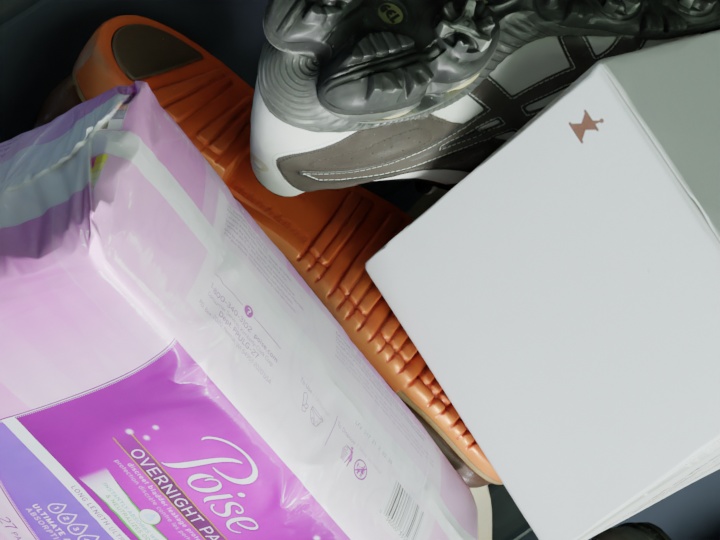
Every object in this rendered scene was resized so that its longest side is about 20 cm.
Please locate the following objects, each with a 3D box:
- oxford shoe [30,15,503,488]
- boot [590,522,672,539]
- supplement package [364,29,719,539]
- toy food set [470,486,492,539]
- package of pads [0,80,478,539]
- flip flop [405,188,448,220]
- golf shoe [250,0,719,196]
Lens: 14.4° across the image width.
[{"bbox_3d":[-0.027,0.006,0.941,0.200,0.071,0.073,44,121,2],"label":"oxford shoe"},{"bbox_3d":[0.028,0.171,1.012,0.131,0.068,0.200,14,118,-45],"label":"boot"},{"bbox_3d":[0.120,-0.004,0.940,0.117,0.117,0.200,-39,168,34],"label":"supplement package"},{"bbox_3d":[-0.028,0.147,1.049,0.143,0.060,0.200,-21,134,-22],"label":"toy food set"},{"bbox_3d":[-0.063,0.043,0.866,0.120,0.076,0.200,-18,127,29],"label":"package of pads"},{"bbox_3d":[0.000,0.000,1.000,0.200,0.058,0.081,-47,162,4],"label":"flip flop"},{"bbox_3d":[0.045,-0.077,0.924,0.200,0.078,0.095,-15,153,-31],"label":"golf shoe"}]
